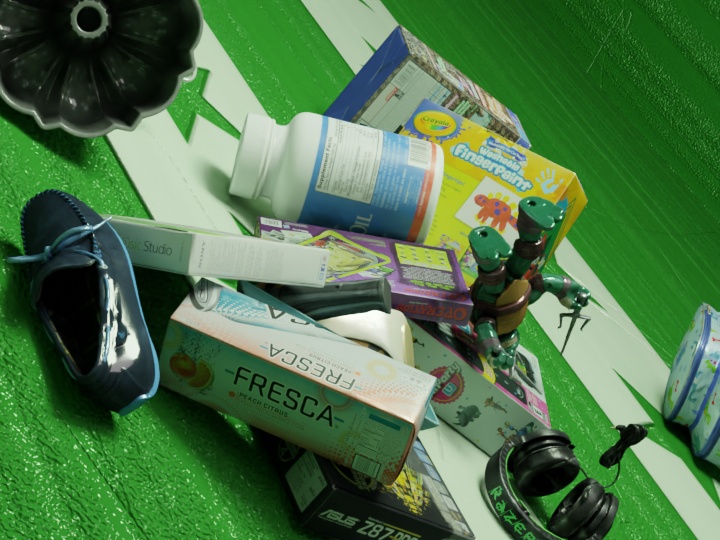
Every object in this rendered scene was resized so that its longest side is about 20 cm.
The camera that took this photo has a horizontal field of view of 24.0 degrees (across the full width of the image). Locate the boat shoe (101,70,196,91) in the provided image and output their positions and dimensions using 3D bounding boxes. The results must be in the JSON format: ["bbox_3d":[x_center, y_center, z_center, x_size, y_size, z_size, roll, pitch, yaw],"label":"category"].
[{"bbox_3d":[-0.202,-0.200,1.629,0.202,0.085,0.075,-82,167,-75],"label":"boat shoe"}]

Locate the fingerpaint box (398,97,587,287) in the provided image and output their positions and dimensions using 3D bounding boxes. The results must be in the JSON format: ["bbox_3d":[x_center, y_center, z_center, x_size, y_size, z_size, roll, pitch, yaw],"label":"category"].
[{"bbox_3d":[0.108,-0.061,1.768,0.199,0.167,0.073,29,-11,28],"label":"fingerpaint box"}]

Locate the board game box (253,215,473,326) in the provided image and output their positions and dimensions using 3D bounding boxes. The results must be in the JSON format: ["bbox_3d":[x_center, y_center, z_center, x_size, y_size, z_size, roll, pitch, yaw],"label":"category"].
[{"bbox_3d":[0.000,0.000,1.590,0.198,0.033,0.120,10,21,-10],"label":"board game box"}]

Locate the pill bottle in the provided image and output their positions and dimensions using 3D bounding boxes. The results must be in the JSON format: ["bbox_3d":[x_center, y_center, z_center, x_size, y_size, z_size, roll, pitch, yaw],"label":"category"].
[{"bbox_3d":[-0.025,-0.093,1.679,0.198,0.113,0.112,13,23,-7],"label":"pill bottle"}]

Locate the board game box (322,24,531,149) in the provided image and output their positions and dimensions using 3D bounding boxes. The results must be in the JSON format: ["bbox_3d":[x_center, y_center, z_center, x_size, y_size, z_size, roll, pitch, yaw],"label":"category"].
[{"bbox_3d":[0.077,-0.169,2.066,0.199,0.160,0.097,35,19,-23],"label":"board game box"}]

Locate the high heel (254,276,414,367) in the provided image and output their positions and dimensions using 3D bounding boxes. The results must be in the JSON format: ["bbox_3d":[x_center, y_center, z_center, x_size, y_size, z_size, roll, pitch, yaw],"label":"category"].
[{"bbox_3d":[-0.029,0.070,1.488,0.201,0.141,0.072,71,18,-52],"label":"high heel"}]

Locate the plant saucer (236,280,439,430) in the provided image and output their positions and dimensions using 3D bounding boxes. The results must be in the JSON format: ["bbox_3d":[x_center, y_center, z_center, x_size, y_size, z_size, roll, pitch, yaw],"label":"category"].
[{"bbox_3d":[-0.021,0.073,1.386,0.199,0.019,0.070,32,17,-29],"label":"plant saucer"}]

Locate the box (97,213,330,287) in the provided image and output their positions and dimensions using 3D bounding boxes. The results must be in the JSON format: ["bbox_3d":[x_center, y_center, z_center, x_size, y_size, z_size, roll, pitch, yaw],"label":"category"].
[{"bbox_3d":[-0.135,-0.017,1.347,0.143,0.037,0.200,10,1,30],"label":"box"}]

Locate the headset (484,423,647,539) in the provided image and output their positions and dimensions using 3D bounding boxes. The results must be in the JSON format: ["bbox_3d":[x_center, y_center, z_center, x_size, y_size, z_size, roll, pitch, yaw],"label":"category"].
[{"bbox_3d":[0.199,0.195,1.585,0.124,0.094,0.199,52,32,15],"label":"headset"}]

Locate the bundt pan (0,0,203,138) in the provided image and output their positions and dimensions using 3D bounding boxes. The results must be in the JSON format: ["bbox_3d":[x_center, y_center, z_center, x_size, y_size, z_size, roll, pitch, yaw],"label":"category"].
[{"bbox_3d":[-0.241,-0.218,1.476,0.201,0.203,0.076,37,-5,-17],"label":"bundt pan"}]

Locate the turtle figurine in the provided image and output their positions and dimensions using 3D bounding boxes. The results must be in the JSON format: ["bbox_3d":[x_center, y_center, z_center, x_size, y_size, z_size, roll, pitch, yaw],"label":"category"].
[{"bbox_3d":[0.146,0.031,1.610,0.100,0.201,0.150,21,50,27],"label":"turtle figurine"}]

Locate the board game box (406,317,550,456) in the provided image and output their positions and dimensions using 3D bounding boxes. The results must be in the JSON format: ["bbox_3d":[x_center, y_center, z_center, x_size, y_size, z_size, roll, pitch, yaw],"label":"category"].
[{"bbox_3d":[0.089,0.085,1.667,0.199,0.064,0.148,36,19,-15],"label":"board game box"}]

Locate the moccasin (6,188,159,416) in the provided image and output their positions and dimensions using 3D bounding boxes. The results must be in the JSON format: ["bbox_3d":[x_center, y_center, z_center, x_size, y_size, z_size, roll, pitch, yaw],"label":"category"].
[{"bbox_3d":[-0.197,0.009,1.198,0.068,0.080,0.200,38,13,-53],"label":"moccasin"}]

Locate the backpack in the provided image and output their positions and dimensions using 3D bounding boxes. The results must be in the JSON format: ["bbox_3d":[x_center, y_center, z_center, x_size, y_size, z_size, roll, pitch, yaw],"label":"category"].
[{"bbox_3d":[0.467,0.149,2.145,0.146,0.184,0.200,17,24,-2],"label":"backpack"}]

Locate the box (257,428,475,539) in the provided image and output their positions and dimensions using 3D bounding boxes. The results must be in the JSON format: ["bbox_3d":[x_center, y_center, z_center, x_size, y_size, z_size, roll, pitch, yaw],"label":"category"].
[{"bbox_3d":[-0.011,0.141,1.347,0.161,0.049,0.200,29,20,-38],"label":"box"}]

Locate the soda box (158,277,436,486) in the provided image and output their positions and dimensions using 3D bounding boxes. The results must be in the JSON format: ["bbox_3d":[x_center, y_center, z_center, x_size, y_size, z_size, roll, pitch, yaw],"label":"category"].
[{"bbox_3d":[-0.048,0.081,1.259,0.199,0.064,0.068,23,32,6],"label":"soda box"}]
